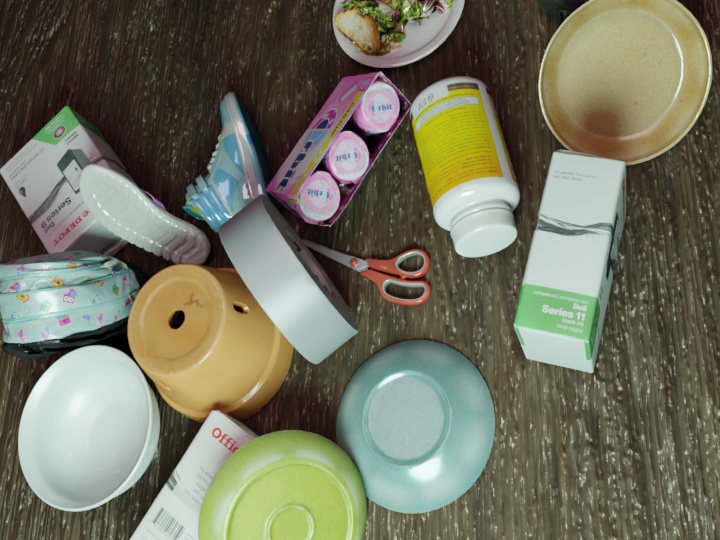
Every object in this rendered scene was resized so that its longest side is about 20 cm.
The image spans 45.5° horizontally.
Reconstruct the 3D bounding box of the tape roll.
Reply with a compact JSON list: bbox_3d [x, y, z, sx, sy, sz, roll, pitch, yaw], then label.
[{"bbox_3d":[-0.084,0.010,1.027,0.066,0.200,0.202,-37,63,2],"label":"tape roll"}]

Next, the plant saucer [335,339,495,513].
[{"bbox_3d":[0.058,0.176,1.005,0.196,0.039,0.206,-6,70,17],"label":"plant saucer"}]

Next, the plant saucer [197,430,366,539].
[{"bbox_3d":[-0.079,0.281,0.947,0.202,0.198,0.031,-57,20,-7],"label":"plant saucer"}]

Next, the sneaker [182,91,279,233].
[{"bbox_3d":[-0.197,-0.145,1.192,0.128,0.080,0.204,-22,64,9],"label":"sneaker"}]

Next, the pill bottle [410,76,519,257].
[{"bbox_3d":[0.130,-0.125,1.049,0.107,0.109,0.205,-17,66,13],"label":"pill bottle"}]

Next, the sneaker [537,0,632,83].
[{"bbox_3d":[0.276,-0.297,1.077,0.114,0.076,0.199,-44,68,-7],"label":"sneaker"}]

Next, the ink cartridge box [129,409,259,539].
[{"bbox_3d":[-0.163,0.293,1.016,0.144,0.084,0.202,31,82,26],"label":"ink cartridge box"}]

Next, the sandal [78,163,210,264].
[{"bbox_3d":[-0.294,-0.074,1.174,0.083,0.201,0.050,-45,16,27],"label":"sandal"}]

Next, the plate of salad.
[{"bbox_3d":[0.049,-0.379,1.206,0.195,0.048,0.205,-7,68,18],"label":"plate of salad"}]

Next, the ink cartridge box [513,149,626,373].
[{"bbox_3d":[0.235,-0.008,0.948,0.081,0.147,0.205,10,75,21],"label":"ink cartridge box"}]

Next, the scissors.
[{"bbox_3d":[0.000,0.000,1.103,0.195,0.014,0.075,7,75,20],"label":"scissors"}]

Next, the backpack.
[{"bbox_3d":[-0.383,0.039,1.116,0.163,0.200,0.130,-13,92,18],"label":"backpack"}]

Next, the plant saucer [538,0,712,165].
[{"bbox_3d":[0.307,-0.227,1.011,0.195,0.036,0.205,3,114,7],"label":"plant saucer"}]

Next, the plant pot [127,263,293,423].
[{"bbox_3d":[-0.199,0.080,1.077,0.195,0.140,0.205,-7,69,18],"label":"plant pot"}]

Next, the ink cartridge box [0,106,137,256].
[{"bbox_3d":[-0.413,-0.115,1.256,0.146,0.084,0.201,-42,63,2],"label":"ink cartridge box"}]

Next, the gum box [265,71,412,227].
[{"bbox_3d":[-0.033,-0.153,1.108,0.202,0.066,0.113,-56,25,-8],"label":"gum box"}]

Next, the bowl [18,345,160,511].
[{"bbox_3d":[-0.332,0.207,1.106,0.196,0.090,0.206,-6,69,17],"label":"bowl"}]
